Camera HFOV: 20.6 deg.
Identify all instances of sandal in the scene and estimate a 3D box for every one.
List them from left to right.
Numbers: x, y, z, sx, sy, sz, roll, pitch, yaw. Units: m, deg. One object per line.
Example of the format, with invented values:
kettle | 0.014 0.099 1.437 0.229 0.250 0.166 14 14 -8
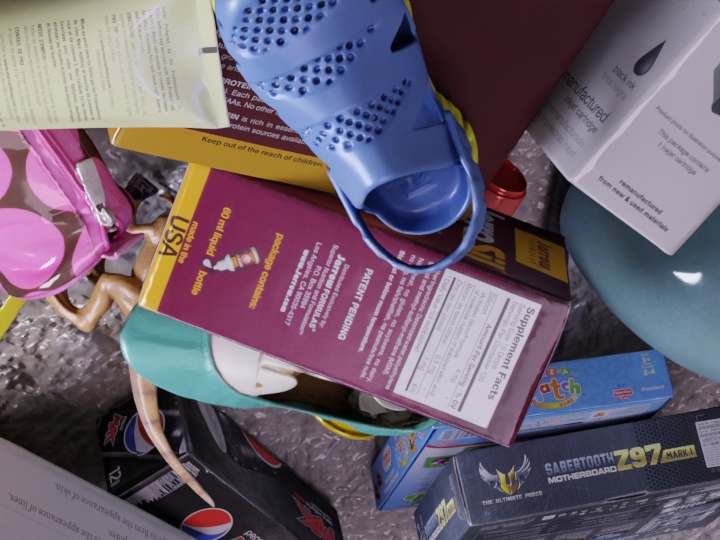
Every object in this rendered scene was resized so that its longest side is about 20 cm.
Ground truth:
sandal | 0.004 -0.068 0.868 0.079 0.087 0.200 -29 135 15

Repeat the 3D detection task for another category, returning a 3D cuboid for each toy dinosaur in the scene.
toy dinosaur | -0.118 0.021 1.083 0.060 0.106 0.200 1 102 -64

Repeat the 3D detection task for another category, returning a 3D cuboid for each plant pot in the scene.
plant pot | 0.233 -0.007 1.145 0.200 0.135 0.200 -15 147 -10

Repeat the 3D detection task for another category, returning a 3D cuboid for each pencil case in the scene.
pencil case | -0.186 -0.081 0.949 0.091 0.094 0.200 -48 123 -20

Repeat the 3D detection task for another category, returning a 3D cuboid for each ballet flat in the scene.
ballet flat | -0.030 0.047 1.066 0.200 0.067 0.070 15 169 -32

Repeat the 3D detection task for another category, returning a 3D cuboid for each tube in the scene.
tube | -0.160 -0.088 0.867 0.200 0.052 0.058 -5 160 5

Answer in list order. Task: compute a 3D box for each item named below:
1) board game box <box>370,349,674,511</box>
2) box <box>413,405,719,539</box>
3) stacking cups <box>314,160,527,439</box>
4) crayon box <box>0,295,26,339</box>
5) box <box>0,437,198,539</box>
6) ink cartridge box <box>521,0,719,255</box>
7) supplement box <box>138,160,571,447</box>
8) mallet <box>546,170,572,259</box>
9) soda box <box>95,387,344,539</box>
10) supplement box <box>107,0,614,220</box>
board game box | 0.097 0.105 1.260 0.151 0.037 0.200 -7 160 -12
box | 0.144 0.141 1.254 0.200 0.051 0.158 -8 160 -10
stacking cups | 0.037 0.014 1.189 0.060 0.061 0.200 15 125 -31
crayon box | -0.262 -0.030 1.040 0.200 0.051 0.127 18 126 -32
box | -0.231 0.204 1.186 0.199 0.131 0.200 -14 145 36
ink cartridge box | 0.166 -0.132 0.979 0.084 0.146 0.200 33 104 -33
supplement box | 0.000 0.000 1.007 0.200 0.110 0.086 21 109 -4
mallet | 0.115 -0.065 1.145 0.066 0.041 0.200 -4 140 -17
soda box | -0.084 0.151 1.275 0.063 0.071 0.200 -30 136 14
supplement box | -0.001 -0.154 0.937 0.197 0.133 0.200 11 131 -28
